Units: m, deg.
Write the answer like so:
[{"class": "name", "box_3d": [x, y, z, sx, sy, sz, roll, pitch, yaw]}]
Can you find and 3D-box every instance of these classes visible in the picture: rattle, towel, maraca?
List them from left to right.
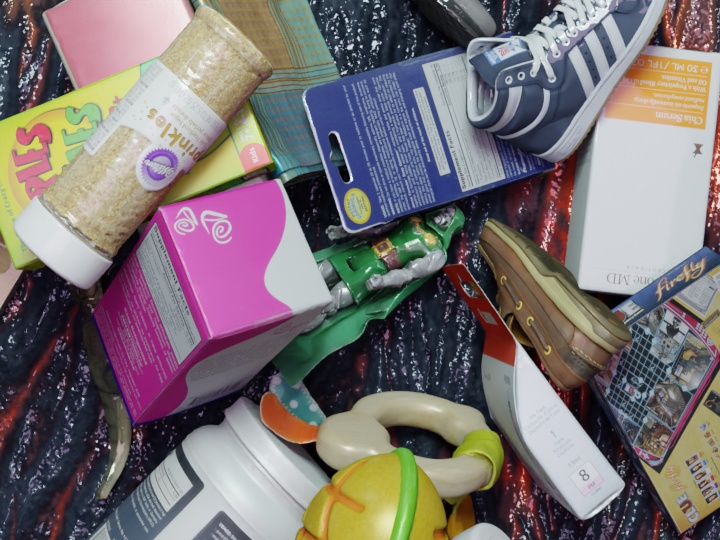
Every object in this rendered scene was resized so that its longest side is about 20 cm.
[{"class": "towel", "box_3d": [-0.064, -0.169, 0.972, 0.022, 0.146, 0.202, -24, 89, 33]}, {"class": "maraca", "box_3d": [-0.001, 0.217, 0.876, 0.106, 0.138, 0.201, 21, 120, -7]}, {"class": "rattle", "box_3d": [0.006, 0.168, 0.984, 0.197, 0.131, 0.144, 3, 131, -16]}]

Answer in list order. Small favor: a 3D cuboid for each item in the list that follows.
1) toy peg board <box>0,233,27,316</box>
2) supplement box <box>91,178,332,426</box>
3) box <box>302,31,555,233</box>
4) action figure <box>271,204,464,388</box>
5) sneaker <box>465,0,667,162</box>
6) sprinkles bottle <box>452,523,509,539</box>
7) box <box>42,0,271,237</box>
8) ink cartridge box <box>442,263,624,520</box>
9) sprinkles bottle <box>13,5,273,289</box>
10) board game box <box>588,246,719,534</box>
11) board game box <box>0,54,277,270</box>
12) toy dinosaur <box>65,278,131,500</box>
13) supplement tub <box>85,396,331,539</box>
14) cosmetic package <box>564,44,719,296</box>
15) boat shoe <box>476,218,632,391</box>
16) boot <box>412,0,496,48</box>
[{"class": "toy peg board", "box_3d": [-0.379, -0.026, 0.980, 0.199, 0.098, 0.200, 32, 89, -1]}, {"class": "supplement box", "box_3d": [-0.116, 0.028, 0.904, 0.100, 0.200, 0.104, -16, 76, -32]}, {"class": "box", "box_3d": [0.053, -0.111, 0.990, 0.198, 0.032, 0.123, -18, 90, -22]}, {"class": "action figure", "box_3d": [0.000, 0.000, 0.995, 0.199, 0.055, 0.118, -29, 57, -13]}, {"class": "sneaker", "box_3d": [0.153, -0.182, 0.931, 0.107, 0.070, 0.201, 13, 118, -28]}, {"class": "sprinkles bottle", "box_3d": [0.036, 0.271, 0.948, 0.199, 0.068, 0.069, -37, 89, 26]}, {"class": "box", "box_3d": [-0.152, -0.125, 0.969, 0.108, 0.128, 0.202, -25, 90, -1]}, {"class": "ink cartridge box", "box_3d": [0.114, 0.091, 0.951, 0.057, 0.163, 0.200, -40, 91, -2]}, {"class": "sprinkles bottle", "box_3d": [-0.146, -0.083, 0.823, 0.068, 0.068, 0.200, 40, 90, 0]}, {"class": "board game box", "box_3d": [0.266, 0.099, 0.977, 0.135, 0.035, 0.201, -33, 116, -2]}, {"class": "board game box", "box_3d": [-0.171, -0.085, 0.881, 0.198, 0.048, 0.103, -22, 90, 0]}, {"class": "toy dinosaur", "box_3d": [-0.190, 0.084, 1.009, 0.087, 0.047, 0.203, -8, 91, 6]}, {"class": "supplement tub", "box_3d": [-0.121, 0.214, 0.957, 0.200, 0.140, 0.140, -45, 90, -1]}, {"class": "cosmetic package", "box_3d": [0.231, -0.079, 1.002, 0.100, 0.071, 0.203, 6, 89, -1]}, {"class": "boat shoe", "box_3d": [0.133, 0.022, 0.946, 0.072, 0.200, 0.068, 31, 103, -30]}, {"class": "boot", "box_3d": [0.078, -0.284, 0.986, 0.131, 0.070, 0.201, -37, 75, -1]}]
